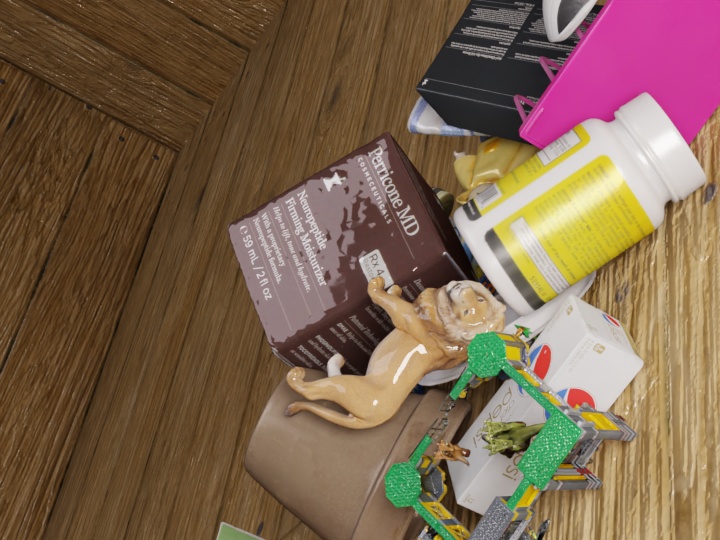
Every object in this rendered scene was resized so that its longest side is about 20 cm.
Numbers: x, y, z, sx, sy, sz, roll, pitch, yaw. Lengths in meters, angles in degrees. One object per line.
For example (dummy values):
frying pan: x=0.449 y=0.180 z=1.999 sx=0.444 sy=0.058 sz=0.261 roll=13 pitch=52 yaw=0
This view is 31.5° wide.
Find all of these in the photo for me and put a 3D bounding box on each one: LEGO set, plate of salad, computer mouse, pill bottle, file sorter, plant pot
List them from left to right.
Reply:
plant pot: x=-0.011 y=0.179 z=1.213 sx=0.201 sy=0.174 sz=0.200 roll=-61 pitch=-10 yaw=-19
plate of salad: x=0.142 y=0.059 z=1.212 sx=0.199 sy=0.048 sz=0.200 roll=-32 pitch=8 yaw=5
LEGO set: x=0.127 y=0.152 z=1.040 sx=0.154 sy=0.116 sz=0.201 roll=32 pitch=102 yaw=36
pill bottle: x=0.192 y=-0.059 z=1.113 sx=0.200 sy=0.114 sz=0.114 roll=-34 pitch=24 yaw=10
computer mouse: x=0.215 y=-0.292 z=1.132 sx=0.200 sy=0.044 sz=0.110 roll=-53 pitch=15 yaw=27
file sorter: x=0.252 y=-0.193 z=1.187 sx=0.200 sy=0.139 sz=0.126 roll=-56 pitch=15 yaw=21

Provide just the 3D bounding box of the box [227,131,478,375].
box: x=0.000 y=0.000 z=1.321 sx=0.199 sy=0.164 sz=0.166 roll=-30 pitch=58 yaw=9

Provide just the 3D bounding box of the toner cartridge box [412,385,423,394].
toner cartridge box: x=0.023 y=0.137 z=1.426 sx=0.043 sy=0.095 sz=0.200 roll=-55 pitch=20 yaw=23

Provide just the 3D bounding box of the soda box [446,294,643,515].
soda box: x=0.158 y=0.125 z=1.111 sx=0.200 sy=0.063 sz=0.068 roll=-57 pitch=19 yaw=21

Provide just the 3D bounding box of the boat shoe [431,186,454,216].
boat shoe: x=0.028 y=-0.026 z=1.507 sx=0.201 sy=0.066 sz=0.072 roll=-51 pitch=-26 yaw=7

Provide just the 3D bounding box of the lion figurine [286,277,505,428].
lion figurine: x=0.031 y=0.081 z=1.129 sx=0.122 sy=0.072 sz=0.200 roll=38 pitch=90 yaw=31

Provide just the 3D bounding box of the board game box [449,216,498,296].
board game box: x=0.108 y=0.019 z=1.455 sx=0.136 sy=0.034 sz=0.200 roll=-62 pitch=17 yaw=4

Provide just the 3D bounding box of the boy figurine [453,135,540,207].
boy figurine: x=0.154 y=-0.128 z=1.462 sx=0.124 sy=0.064 sz=0.201 roll=-5 pitch=51 yaw=40

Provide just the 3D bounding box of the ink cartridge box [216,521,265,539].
ink cartridge box: x=-0.122 y=0.394 z=1.379 sx=0.048 sy=0.145 sz=0.201 roll=-45 pitch=24 yaw=47

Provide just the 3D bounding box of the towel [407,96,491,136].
towel: x=0.154 y=-0.216 z=1.474 sx=0.199 sy=0.024 sz=0.147 roll=8 pitch=61 yaw=45

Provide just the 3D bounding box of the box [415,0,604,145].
box: x=0.178 y=-0.217 z=1.377 sx=0.200 sy=0.079 sz=0.141 roll=22 pitch=73 yaw=47
